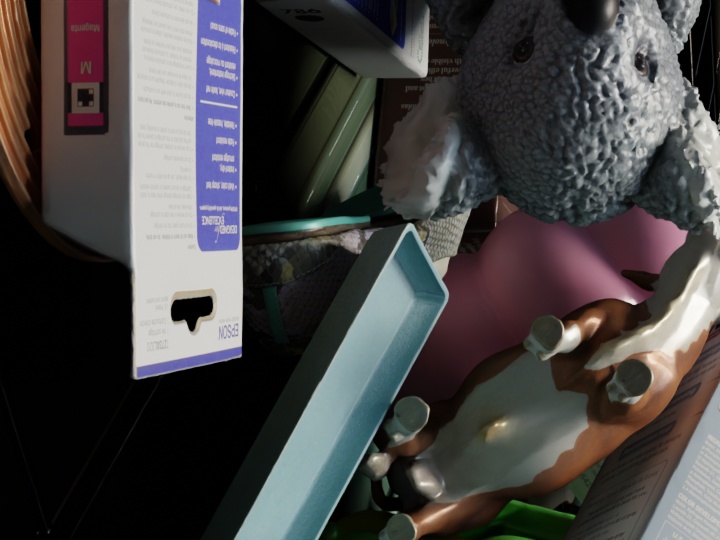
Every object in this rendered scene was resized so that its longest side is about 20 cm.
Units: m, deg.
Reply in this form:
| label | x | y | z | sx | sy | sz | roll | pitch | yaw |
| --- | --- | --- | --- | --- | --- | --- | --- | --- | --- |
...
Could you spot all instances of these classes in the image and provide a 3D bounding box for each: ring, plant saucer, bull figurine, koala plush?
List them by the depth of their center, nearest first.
| label | x | y | z | sx | sy | sz | roll | pitch | yaw |
| --- | --- | --- | --- | --- | --- | --- | --- | --- | --- |
| ring | -0.087 | -0.103 | 0.574 | 0.200 | 0.019 | 0.201 | 1 | 90 | -74 |
| plant saucer | -0.025 | 0.077 | 0.681 | 0.200 | 0.019 | 0.070 | -62 | 154 | -16 |
| bull figurine | 0.083 | 0.052 | 0.754 | 0.065 | 0.200 | 0.121 | 54 | 15 | 15 |
| koala plush | 0.090 | -0.104 | 0.762 | 0.184 | 0.177 | 0.201 | 104 | -13 | -63 |

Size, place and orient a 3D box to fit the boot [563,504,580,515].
| label | x | y | z | sx | sy | sz | roll | pitch | yaw |
| --- | --- | --- | --- | --- | --- | --- | --- | --- | --- |
| boot | 0.095 | 0.255 | 1.021 | 0.165 | 0.066 | 0.200 | 123 | -13 | -50 |

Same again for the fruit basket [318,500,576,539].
| label | x | y | z | sx | sy | sz | roll | pitch | yaw |
| --- | --- | --- | --- | --- | --- | --- | --- | --- | --- |
| fruit basket | 0.053 | 0.190 | 0.846 | 0.216 | 0.155 | 0.216 | 12 | 90 | -74 |

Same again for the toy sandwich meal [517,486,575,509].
| label | x | y | z | sx | sy | sz | roll | pitch | yaw |
| --- | --- | --- | --- | --- | --- | --- | --- | --- | --- |
| toy sandwich meal | 0.086 | 0.108 | 1.065 | 0.205 | 0.070 | 0.206 | 1 | 90 | -73 |

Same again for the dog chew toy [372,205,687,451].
| label | x | y | z | sx | sy | sz | roll | pitch | yaw |
| --- | --- | --- | --- | --- | --- | --- | --- | --- | --- |
| dog chew toy | 0.092 | 0.024 | 0.858 | 0.125 | 0.200 | 0.125 | 48 | 17 | -19 |

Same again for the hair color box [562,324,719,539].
| label | x | y | z | sx | sy | sz | roll | pitch | yaw |
| --- | --- | --- | --- | --- | --- | --- | --- | --- | --- |
| hair color box | 0.147 | 0.104 | 0.800 | 0.200 | 0.061 | 0.099 | -57 | -174 | -29 |

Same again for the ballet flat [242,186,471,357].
| label | x | y | z | sx | sy | sz | roll | pitch | yaw |
| --- | --- | --- | --- | --- | --- | --- | --- | --- | --- |
| ballet flat | 0.000 | 0.000 | 0.778 | 0.200 | 0.072 | 0.072 | -23 | 113 | -65 |

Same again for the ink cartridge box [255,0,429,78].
| label | x | y | z | sx | sy | sz | roll | pitch | yaw |
| --- | --- | --- | --- | --- | --- | --- | --- | --- | --- |
| ink cartridge box | -0.009 | -0.154 | 0.795 | 0.200 | 0.039 | 0.100 | 24 | 68 | -73 |

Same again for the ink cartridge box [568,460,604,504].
| label | x | y | z | sx | sy | sz | roll | pitch | yaw |
| --- | --- | --- | --- | --- | --- | --- | --- | --- | --- |
| ink cartridge box | 0.157 | 0.074 | 1.058 | 0.198 | 0.047 | 0.200 | 52 | 29 | 1 |

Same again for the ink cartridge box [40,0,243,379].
| label | x | y | z | sx | sy | sz | roll | pitch | yaw |
| --- | --- | --- | --- | --- | --- | --- | --- | --- | --- |
| ink cartridge box | -0.065 | -0.069 | 0.556 | 0.095 | 0.037 | 0.201 | -5 | 94 | -74 |

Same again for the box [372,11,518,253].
| label | x | y | z | sx | sy | sz | roll | pitch | yaw |
| --- | --- | --- | --- | --- | --- | --- | --- | --- | --- |
| box | 0.058 | -0.102 | 0.962 | 0.100 | 0.075 | 0.201 | 42 | 53 | -68 |
